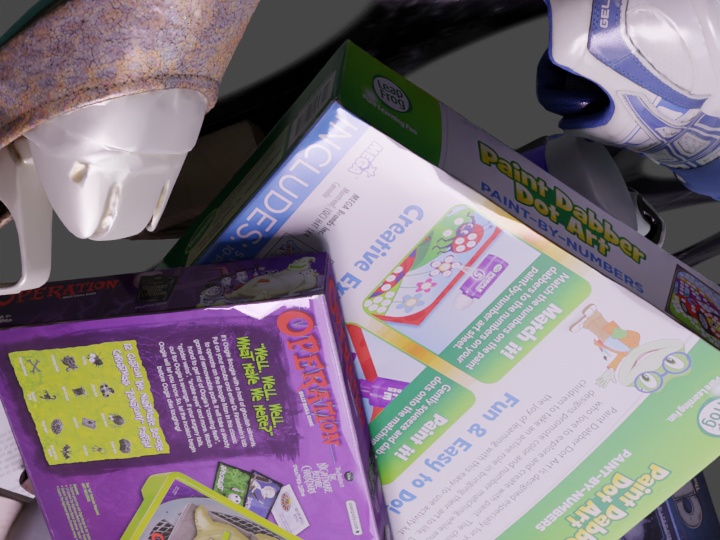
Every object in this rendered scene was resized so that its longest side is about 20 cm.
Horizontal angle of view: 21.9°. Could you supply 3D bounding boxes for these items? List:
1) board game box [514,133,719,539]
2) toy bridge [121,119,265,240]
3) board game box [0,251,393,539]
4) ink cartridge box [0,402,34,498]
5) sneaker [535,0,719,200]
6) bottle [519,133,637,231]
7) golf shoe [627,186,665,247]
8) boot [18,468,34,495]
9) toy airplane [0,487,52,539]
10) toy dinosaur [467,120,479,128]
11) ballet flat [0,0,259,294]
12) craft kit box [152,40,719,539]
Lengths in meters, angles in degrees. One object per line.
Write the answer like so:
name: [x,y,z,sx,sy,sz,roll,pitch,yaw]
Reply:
board game box: [0.080,0.053,0.873,0.035,0.201,0.135,-4,162,-45]
toy bridge: [-0.066,-0.033,0.691,0.067,0.027,0.200,-20,168,12]
board game box: [-0.052,0.085,0.671,0.120,0.032,0.200,-3,127,11]
ink cartridge box: [-0.188,0.125,0.854,0.200,0.174,0.044,-24,-144,-26]
sneaker: [0.108,-0.075,0.681,0.088,0.076,0.200,-8,162,9]
bottle: [0.011,0.008,0.731,0.200,0.084,0.065,-27,137,22]
golf shoe: [0.123,0.002,1.007,0.094,0.078,0.200,-19,169,7]
boot: [-0.089,0.132,0.868,0.166,0.072,0.200,31,103,-23]
toy airplane: [-0.197,0.098,0.686,0.199,0.141,0.199,-23,126,-4]
toy dinosaur: [0.000,0.000,0.823,0.102,0.077,0.200,-18,173,-31]
ballet flat: [-0.094,-0.033,0.555,0.200,0.067,0.068,-26,166,35]
craft kit box: [0.016,0.044,0.678,0.197,0.049,0.200,34,123,-17]
